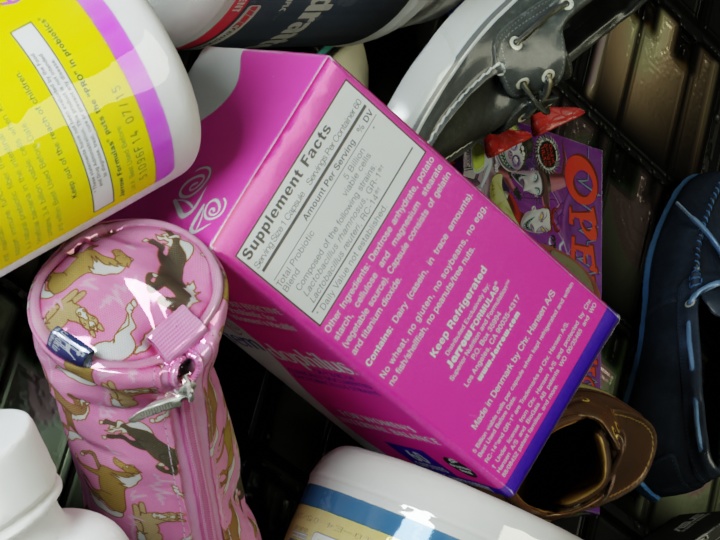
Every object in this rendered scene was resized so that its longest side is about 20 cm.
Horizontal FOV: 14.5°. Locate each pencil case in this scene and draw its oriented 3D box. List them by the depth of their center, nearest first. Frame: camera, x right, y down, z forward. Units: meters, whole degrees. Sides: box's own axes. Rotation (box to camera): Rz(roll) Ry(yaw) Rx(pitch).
[{"bbox_3d":[-0.085,0.072,1.174,0.200,0.082,0.087,85,14,-47],"label":"pencil case"}]

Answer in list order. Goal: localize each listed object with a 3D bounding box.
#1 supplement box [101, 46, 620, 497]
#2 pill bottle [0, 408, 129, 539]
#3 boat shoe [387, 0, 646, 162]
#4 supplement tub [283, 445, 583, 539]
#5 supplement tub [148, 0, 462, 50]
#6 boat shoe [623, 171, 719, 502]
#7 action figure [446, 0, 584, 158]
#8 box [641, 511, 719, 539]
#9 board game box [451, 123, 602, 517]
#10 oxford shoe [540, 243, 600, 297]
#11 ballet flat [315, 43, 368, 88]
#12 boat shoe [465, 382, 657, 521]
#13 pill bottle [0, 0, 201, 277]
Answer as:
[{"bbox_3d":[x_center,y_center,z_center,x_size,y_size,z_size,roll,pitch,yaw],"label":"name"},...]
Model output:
[{"bbox_3d":[0.000,0.000,1.228,0.200,0.101,0.104,41,73,-30],"label":"supplement box"},{"bbox_3d":[-0.132,0.164,1.134,0.120,0.119,0.201,-39,112,-45],"label":"pill bottle"},{"bbox_3d":[0.078,-0.106,1.359,0.200,0.057,0.069,-48,161,-28],"label":"boat shoe"},{"bbox_3d":[0.012,0.193,1.246,0.145,0.144,0.201,30,80,-41],"label":"supplement tub"},{"bbox_3d":[-0.043,-0.171,1.286,0.200,0.140,0.141,-8,88,-49],"label":"supplement tub"},{"bbox_3d":[0.200,0.037,1.573,0.084,0.068,0.201,31,60,-41],"label":"boat shoe"},{"bbox_3d":[0.066,-0.169,1.453,0.099,0.065,0.201,-27,94,-43],"label":"action figure"},{"bbox_3d":[0.175,0.250,1.523,0.160,0.043,0.201,-27,103,-48],"label":"box"},{"bbox_3d":[0.081,0.023,1.475,0.120,0.032,0.201,16,71,-50],"label":"board game box"},{"bbox_3d":[0.017,0.025,1.361,0.199,0.074,0.071,8,42,-24],"label":"oxford shoe"},{"bbox_3d":[-0.040,-0.038,1.312,0.200,0.069,0.070,-44,115,-40],"label":"ballet flat"},{"bbox_3d":[0.096,0.095,1.387,0.200,0.067,0.072,6,100,-56],"label":"boat shoe"},{"bbox_3d":[-0.169,-0.040,1.105,0.200,0.104,0.105,-31,107,-20],"label":"pill bottle"}]
